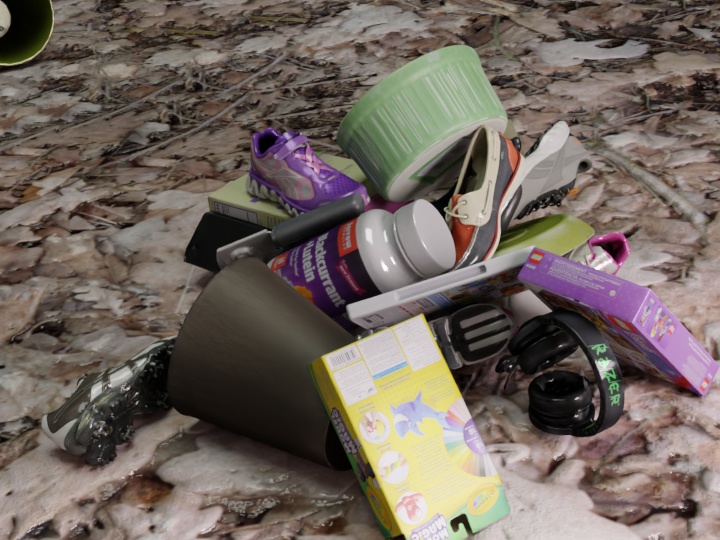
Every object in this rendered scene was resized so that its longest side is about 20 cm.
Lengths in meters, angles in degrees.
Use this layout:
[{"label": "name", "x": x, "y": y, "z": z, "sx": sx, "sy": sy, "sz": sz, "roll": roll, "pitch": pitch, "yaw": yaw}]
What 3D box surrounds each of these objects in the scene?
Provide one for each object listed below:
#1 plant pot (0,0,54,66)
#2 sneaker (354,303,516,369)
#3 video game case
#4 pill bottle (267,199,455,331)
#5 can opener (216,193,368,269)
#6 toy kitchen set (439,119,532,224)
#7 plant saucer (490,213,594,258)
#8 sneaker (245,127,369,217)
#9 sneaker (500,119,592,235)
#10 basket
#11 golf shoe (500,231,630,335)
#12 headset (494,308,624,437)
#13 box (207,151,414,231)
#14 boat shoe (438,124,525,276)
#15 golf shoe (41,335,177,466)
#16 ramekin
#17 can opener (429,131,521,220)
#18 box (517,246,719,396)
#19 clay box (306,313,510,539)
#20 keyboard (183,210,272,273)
[{"label": "plant pot", "x": -0.715, "y": -0.497, "z": 2.574, "sx": 0.187, "sy": 0.188, "sz": 0.200, "roll": -18, "pitch": 15, "yaw": -21}, {"label": "sneaker", "x": 0.078, "y": 0.087, "z": 1.405, "sx": 0.200, "sy": 0.075, "sz": 0.115, "roll": -15, "pitch": -5, "yaw": 19}, {"label": "video game case", "x": 0.096, "y": 0.024, "z": 1.366, "sx": 0.200, "sy": 0.018, "sz": 0.143, "roll": -18, "pitch": -14, "yaw": 10}, {"label": "pill bottle", "x": 0.000, "y": 0.000, "z": 1.439, "sx": 0.200, "sy": 0.112, "sz": 0.111, "roll": -26, "pitch": 19, "yaw": 26}, {"label": "can opener", "x": -0.078, "y": -0.043, "z": 1.528, "sx": 0.200, "sy": 0.053, "sz": 0.067, "roll": -22, "pitch": 30, "yaw": 19}, {"label": "toy kitchen set", "x": 0.114, "y": -0.164, "z": 1.748, "sx": 0.199, "sy": 0.164, "sz": 0.181, "roll": -7, "pitch": 28, "yaw": 0}, {"label": "plant saucer", "x": 0.173, "y": -0.024, "z": 1.527, "sx": 0.200, "sy": 0.031, "sz": 0.200, "roll": -22, "pitch": 7, "yaw": 3}, {"label": "sneaker", "x": -0.071, "y": -0.121, "z": 1.582, "sx": 0.080, "sy": 0.089, "sz": 0.200, "roll": -26, "pitch": 35, "yaw": -35}, {"label": "sneaker", "x": 0.215, "y": -0.102, "z": 1.572, "sx": 0.079, "sy": 0.074, "sz": 0.200, "roll": 42, "pitch": 57, "yaw": 2}, {"label": "basket", "x": -0.071, "y": 0.107, "z": 1.305, "sx": 0.200, "sy": 0.181, "sz": 0.136, "roll": 27, "pitch": 4, "yaw": 34}, {"label": "golf shoe", "x": 0.230, "y": 0.009, "z": 1.464, "sx": 0.091, "sy": 0.075, "sz": 0.200, "roll": -29, "pitch": 7, "yaw": 46}, {"label": "headset", "x": 0.199, "y": 0.095, "z": 1.297, "sx": 0.094, "sy": 0.124, "sz": 0.200, "roll": -21, "pitch": 7, "yaw": -26}, {"label": "box", "x": -0.060, "y": -0.068, "z": 1.677, "sx": 0.200, "sy": 0.097, "sz": 0.176, "roll": 16, "pitch": 35, "yaw": 35}, {"label": "boat shoe", "x": 0.126, "y": -0.071, "z": 1.474, "sx": 0.071, "sy": 0.063, "sz": 0.200, "roll": -6, "pitch": 52, "yaw": 48}, {"label": "golf shoe", "x": -0.253, "y": 0.122, "z": 1.382, "sx": 0.094, "sy": 0.078, "sz": 0.200, "roll": 11, "pitch": 31, "yaw": 30}, {"label": "ramekin", "x": 0.080, "y": -0.169, "z": 1.569, "sx": 0.200, "sy": 0.200, "sz": 0.098, "roll": -24, "pitch": 74, "yaw": -30}, {"label": "can opener", "x": 0.133, "y": -0.091, "z": 1.605, "sx": 0.063, "sy": 0.200, "sz": 0.079, "roll": 10, "pitch": 39, "yaw": -38}, {"label": "box", "x": 0.258, "y": 0.052, "z": 1.294, "sx": 0.137, "sy": 0.200, "sz": 0.039, "roll": 24, "pitch": 80, "yaw": 40}, {"label": "clay box", "x": 0.045, "y": 0.153, "z": 1.191, "sx": 0.115, "sy": 0.200, "sz": 0.048, "roll": -21, "pitch": -7, "yaw": -26}, {"label": "keyboard", "x": -0.132, "y": -0.002, "z": 1.604, "sx": 0.200, "sy": 0.040, "sz": 0.104, "roll": 19, "pitch": 75, "yaw": 35}]
